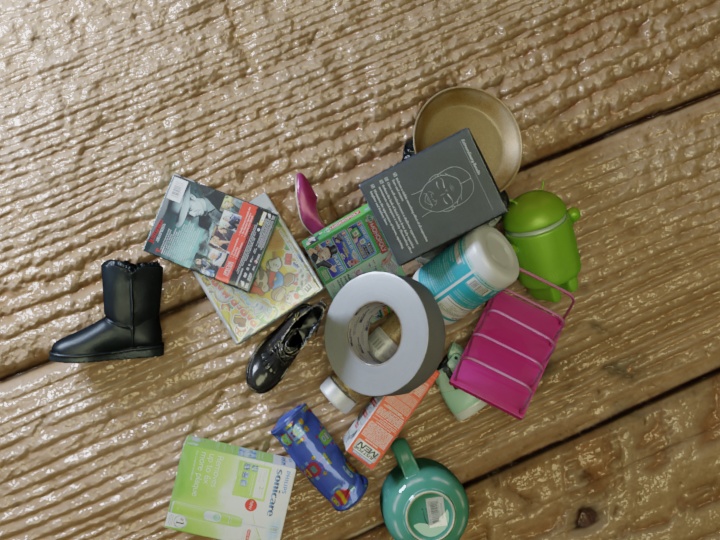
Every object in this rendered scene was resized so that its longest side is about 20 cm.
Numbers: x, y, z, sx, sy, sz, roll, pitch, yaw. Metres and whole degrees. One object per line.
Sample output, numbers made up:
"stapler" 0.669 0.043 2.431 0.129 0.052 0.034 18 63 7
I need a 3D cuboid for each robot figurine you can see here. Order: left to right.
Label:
"robot figurine" 0.314 -0.048 1.663 0.174 0.115 0.202 -29 112 -22

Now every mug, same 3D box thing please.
"mug" 0.100 0.403 1.663 0.184 0.114 0.153 35 88 -5

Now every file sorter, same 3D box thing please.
"file sorter" 0.259 0.116 1.616 0.138 0.126 0.201 25 64 10

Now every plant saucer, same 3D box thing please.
"plant saucer" 0.182 -0.215 1.653 0.197 0.035 0.203 2 80 -12

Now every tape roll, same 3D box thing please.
"tape roll" 0.039 0.105 1.579 0.198 0.066 0.203 -4 83 31

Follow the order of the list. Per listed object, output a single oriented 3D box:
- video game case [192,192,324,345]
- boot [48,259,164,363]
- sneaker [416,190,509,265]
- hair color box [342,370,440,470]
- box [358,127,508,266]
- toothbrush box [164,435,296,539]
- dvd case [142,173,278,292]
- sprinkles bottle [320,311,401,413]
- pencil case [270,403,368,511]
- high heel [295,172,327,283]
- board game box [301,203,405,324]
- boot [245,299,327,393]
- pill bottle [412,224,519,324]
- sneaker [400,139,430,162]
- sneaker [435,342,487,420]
"video game case" -0.189 -0.004 1.667 0.181 0.023 0.201 -32 85 -4
"boot" -0.432 0.067 1.633 0.197 0.076 0.171 -4 94 -12
"sneaker" 0.163 -0.102 1.661 0.199 0.075 0.116 -37 132 -4
"hair color box" 0.052 0.237 1.660 0.064 0.111 0.201 37 88 -4
"box" 0.120 -0.121 1.559 0.198 0.107 0.150 -26 94 10
"toothbrush box" -0.222 0.382 1.651 0.197 0.086 0.148 14 90 -6
"dvd case" -0.257 -0.065 1.654 0.198 0.022 0.148 21 83 2
"sprinkles bottle" 0.020 0.156 1.672 0.068 0.068 0.200 44 90 -4
"pencil case" -0.067 0.324 1.667 0.078 0.087 0.201 -38 93 33
"high heel" -0.051 -0.080 1.665 0.095 0.067 0.203 -15 97 5
"board game box" 0.000 0.000 1.648 0.134 0.029 0.201 -30 121 -5
"boot" -0.128 0.127 1.611 0.069 0.174 0.201 36 87 -4
"pill bottle" 0.161 0.018 1.609 0.199 0.111 0.111 -37 94 35
"sneaker" 0.091 -0.174 1.683 0.199 0.070 0.100 -29 92 -12
"sneaker" 0.220 0.160 1.691 0.199 0.074 0.119 -36 94 -4
